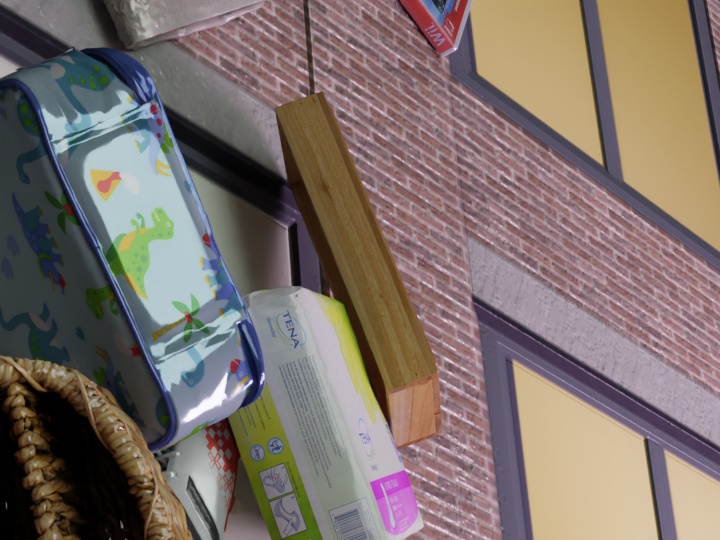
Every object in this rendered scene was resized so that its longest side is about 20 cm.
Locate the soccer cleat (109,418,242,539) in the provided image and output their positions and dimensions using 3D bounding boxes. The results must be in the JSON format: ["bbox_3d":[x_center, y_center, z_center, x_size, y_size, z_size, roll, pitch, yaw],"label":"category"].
[{"bbox_3d":[-0.107,0.131,1.220,0.085,0.068,0.202,31,49,-52],"label":"soccer cleat"}]

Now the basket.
[{"bbox_3d":[-0.151,0.140,1.025,0.149,0.142,0.201,54,20,-73],"label":"basket"}]

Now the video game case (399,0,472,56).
[{"bbox_3d":[0.024,-0.277,1.761,0.200,0.017,0.143,51,33,-24],"label":"video game case"}]

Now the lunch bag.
[{"bbox_3d":[-0.141,-0.004,1.164,0.082,0.160,0.201,-26,92,-38],"label":"lunch bag"}]

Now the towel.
[{"bbox_3d":[-0.121,-0.217,1.474,0.200,0.034,0.133,-28,92,-59],"label":"towel"}]

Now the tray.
[{"bbox_3d":[0.000,0.000,1.427,0.099,0.037,0.201,83,-15,-65],"label":"tray"}]

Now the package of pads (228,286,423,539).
[{"bbox_3d":[-0.025,0.088,1.312,0.200,0.068,0.156,23,47,-83],"label":"package of pads"}]
